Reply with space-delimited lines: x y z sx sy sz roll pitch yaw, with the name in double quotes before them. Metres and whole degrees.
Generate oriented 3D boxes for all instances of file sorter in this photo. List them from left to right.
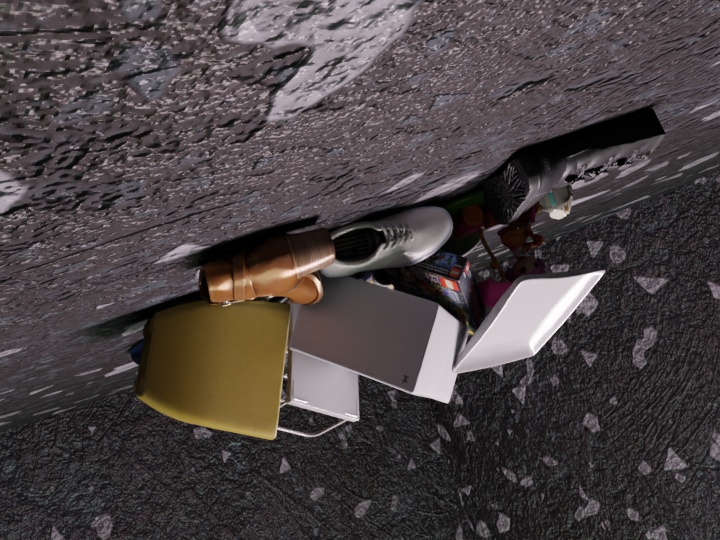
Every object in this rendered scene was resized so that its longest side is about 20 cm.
"file sorter" -0.094 0.157 1.068 0.136 0.205 0.123 23 140 -34

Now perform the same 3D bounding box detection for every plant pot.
"plant pot" -0.236 0.144 0.969 0.194 0.201 0.194 12 165 -25

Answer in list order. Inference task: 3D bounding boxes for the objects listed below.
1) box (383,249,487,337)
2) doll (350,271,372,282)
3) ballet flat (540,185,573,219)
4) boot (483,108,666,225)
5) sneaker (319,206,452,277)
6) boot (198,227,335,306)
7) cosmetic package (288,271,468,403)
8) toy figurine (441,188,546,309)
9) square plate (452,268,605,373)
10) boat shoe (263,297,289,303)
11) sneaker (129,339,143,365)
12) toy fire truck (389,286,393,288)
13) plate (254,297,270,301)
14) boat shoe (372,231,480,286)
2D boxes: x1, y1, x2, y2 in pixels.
"box" 0.113 0.028 0.953 0.133 0.038 0.201 19 159 29
"doll" 0.000 0.000 1.092 0.136 0.049 0.199 -41 171 20
"ballet flat" 0.344 -0.121 1.117 0.066 0.066 0.199 -21 174 23
"boot" 0.275 -0.134 0.832 0.195 0.067 0.165 -23 176 -10
"sneaker" 0.035 -0.036 0.832 0.194 0.075 0.071 -20 174 -6
"boot" -0.119 0.015 0.770 0.151 0.079 0.200 -17 173 -18
"cosmetic package" 0.034 0.097 0.918 0.194 0.127 0.199 16 174 24
"toy figurine" 0.228 -0.029 0.979 0.194 0.190 0.150 -18 174 -14
"square plate" 0.243 0.069 0.930 0.195 0.029 0.201 -5 138 -36
"boat shoe" -0.128 0.061 1.164 0.064 0.075 0.199 -18 173 -35
"sneaker" -0.422 0.185 1.284 0.068 0.080 0.199 -15 172 -28
"toy fire truck" 0.106 0.000 1.198 0.137 0.050 0.202 -15 149 -21
"plate" -0.107 0.007 0.957 0.194 0.033 0.200 -19 173 -16
"boat shoe" 0.108 -0.028 1.063 0.198 0.076 0.065 -27 169 -9
